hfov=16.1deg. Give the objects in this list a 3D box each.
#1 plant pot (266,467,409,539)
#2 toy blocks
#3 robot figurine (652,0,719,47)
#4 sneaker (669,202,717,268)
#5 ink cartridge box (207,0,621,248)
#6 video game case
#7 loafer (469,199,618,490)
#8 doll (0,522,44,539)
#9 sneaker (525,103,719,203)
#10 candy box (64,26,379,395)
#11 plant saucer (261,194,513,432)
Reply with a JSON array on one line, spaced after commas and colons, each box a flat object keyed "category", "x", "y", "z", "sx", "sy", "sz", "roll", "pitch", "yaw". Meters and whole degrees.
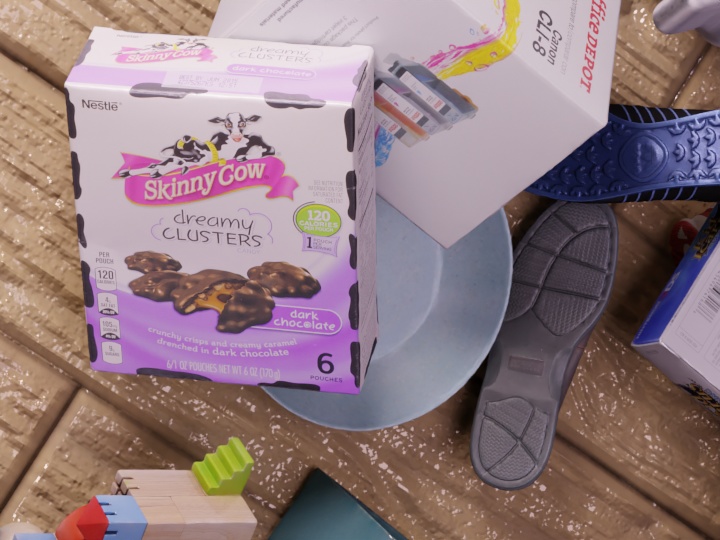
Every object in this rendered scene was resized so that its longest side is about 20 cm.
[{"category": "plant pot", "x": -0.019, "y": 0.260, "z": 1.596, "sx": 0.141, "sy": 0.141, "sz": 0.200, "roll": 40, "pitch": 88, "yaw": -24}, {"category": "toy blocks", "x": -0.154, "y": 0.193, "z": 1.524, "sx": 0.136, "sy": 0.100, "sz": 0.200, "roll": 4, "pitch": 123, "yaw": -34}, {"category": "robot figurine", "x": 0.279, "y": -0.213, "z": 1.662, "sx": 0.199, "sy": 0.113, "sz": 0.170, "roll": -16, "pitch": 86, "yaw": -20}, {"category": "sneaker", "x": 0.300, "y": 0.030, "z": 1.731, "sx": 0.115, "sy": 0.078, "sz": 0.200, "roll": -31, "pitch": 110, "yaw": -15}, {"category": "ink cartridge box", "x": 0.036, "y": -0.146, "z": 1.512, "sx": 0.200, "sy": 0.146, "sz": 0.145, "roll": 38, "pitch": 127, "yaw": -21}, {"category": "video game case", "x": 0.299, "y": 0.024, "z": 1.676, "sx": 0.181, "sy": 0.045, "sz": 0.200, "roll": 39, "pitch": 71, "yaw": -15}, {"category": "loafer", "x": 0.117, "y": 0.046, "z": 1.671, "sx": 0.072, "sy": 0.063, "sz": 0.201, "roll": 19, "pitch": 86, "yaw": 6}, {"category": "doll", "x": -0.274, "y": 0.146, "z": 1.509, "sx": 0.200, "sy": 0.048, "sz": 0.137, "roll": 21, "pitch": 90, "yaw": -25}, {"category": "sneaker", "x": 0.184, "y": -0.072, "z": 1.634, "sx": 0.078, "sy": 0.199, "sz": 0.070, "roll": 20, "pitch": 75, "yaw": -67}, {"category": "candy box", "x": -0.077, "y": -0.034, "z": 1.476, "sx": 0.167, "sy": 0.072, "sz": 0.201, "roll": 5, "pitch": 124, "yaw": 9}, {"category": "plant saucer", "x": 0.000, "y": 0.000, "z": 1.613, "sx": 0.200, "sy": 0.039, "sz": 0.202, "roll": -4, "pitch": 100, "yaw": -24}]
